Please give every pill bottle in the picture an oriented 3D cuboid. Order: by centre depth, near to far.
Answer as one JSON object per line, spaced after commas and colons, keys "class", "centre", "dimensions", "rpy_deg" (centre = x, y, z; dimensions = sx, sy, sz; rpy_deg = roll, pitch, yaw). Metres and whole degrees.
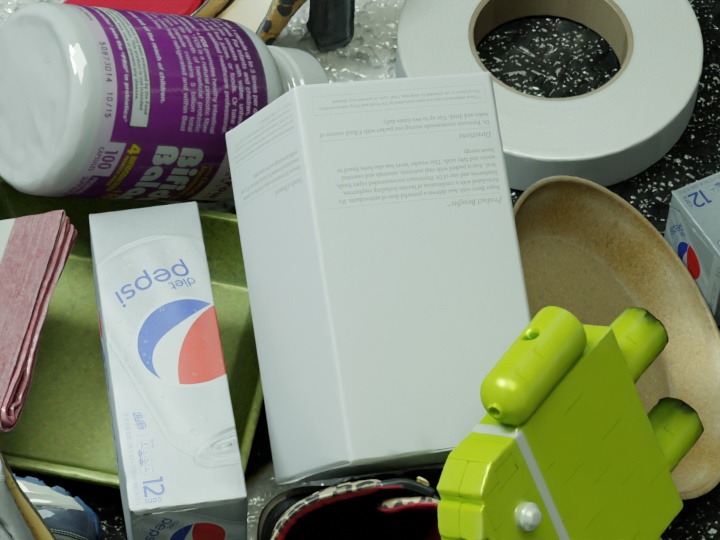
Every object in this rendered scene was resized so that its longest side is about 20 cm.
{"class": "pill bottle", "centre": [-0.116, -0.097, 1.532], "dimensions": [0.199, 0.113, 0.113], "rpy_deg": [1, 46, -40]}

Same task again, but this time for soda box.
{"class": "soda box", "centre": [-0.107, 0.062, 1.418], "dimensions": [0.063, 0.068, 0.201], "rpy_deg": [-7, 53, -7]}
{"class": "soda box", "centre": [0.285, -0.041, 1.577], "dimensions": [0.199, 0.068, 0.064], "rpy_deg": [-22, 56, -18]}

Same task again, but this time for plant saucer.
{"class": "plant saucer", "centre": [0.139, 0.044, 1.475], "dimensions": [0.200, 0.035, 0.201], "rpy_deg": [30, 45, -34]}
{"class": "plant saucer", "centre": [-0.147, 0.049, 1.508], "dimensions": [0.198, 0.048, 0.201], "rpy_deg": [10, 53, 5]}

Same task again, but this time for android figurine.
{"class": "android figurine", "centre": [0.108, 0.113, 1.334], "dimensions": [0.041, 0.183, 0.200], "rpy_deg": [3, 36, 42]}

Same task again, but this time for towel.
{"class": "towel", "centre": [-0.261, 0.040, 1.474], "dimensions": [0.199, 0.023, 0.145], "rpy_deg": [-8, 50, 29]}

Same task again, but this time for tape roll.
{"class": "tape roll", "centre": [0.122, -0.139, 1.665], "dimensions": [0.201, 0.037, 0.204], "rpy_deg": [1, 54, -1]}

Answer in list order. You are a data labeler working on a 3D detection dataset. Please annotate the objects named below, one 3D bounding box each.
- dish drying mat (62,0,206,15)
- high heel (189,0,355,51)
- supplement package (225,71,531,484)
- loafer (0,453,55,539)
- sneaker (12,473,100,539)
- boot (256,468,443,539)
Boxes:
{"class": "dish drying mat", "centre": [-0.183, -0.141, 1.667], "dimensions": [0.077, 0.018, 0.200], "rpy_deg": [37, 61, 24]}
{"class": "high heel", "centre": [-0.087, -0.168, 1.612], "dimensions": [0.199, 0.143, 0.072], "rpy_deg": [-27, 58, -20]}
{"class": "supplement package", "centre": [0.011, 0.006, 1.401], "dimensions": [0.120, 0.120, 0.202], "rpy_deg": [-5, 82, -23]}
{"class": "loafer", "centre": [-0.150, 0.180, 1.343], "dimensions": [0.200, 0.073, 0.072], "rpy_deg": [44, 89, -9]}
{"class": "sneaker", "centre": [-0.238, 0.168, 1.410], "dimensions": [0.198, 0.077, 0.086], "rpy_deg": [-8, 63, 1]}
{"class": "boot", "centre": [0.041, 0.139, 1.377], "dimensions": [0.198, 0.151, 0.074], "rpy_deg": [-1, 87, 0]}
